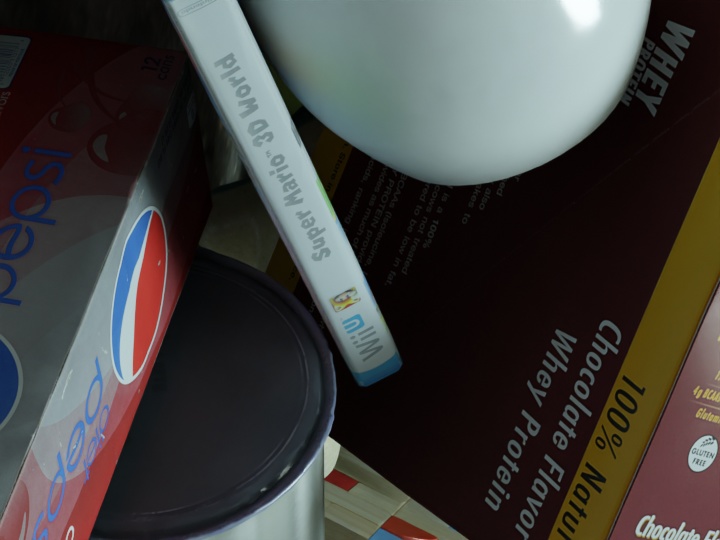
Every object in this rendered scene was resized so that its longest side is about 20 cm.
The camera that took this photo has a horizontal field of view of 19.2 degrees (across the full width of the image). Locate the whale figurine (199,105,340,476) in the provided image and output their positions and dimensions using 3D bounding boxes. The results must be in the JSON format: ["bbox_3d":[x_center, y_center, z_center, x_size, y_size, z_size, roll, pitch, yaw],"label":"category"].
[{"bbox_3d":[0.000,0.000,0.908,0.200,0.158,0.104,-55,-162,33],"label":"whale figurine"}]

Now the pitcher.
[{"bbox_3d":[0.031,-0.129,0.585,0.122,0.171,0.201,-78,149,-47],"label":"pitcher"}]

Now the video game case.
[{"bbox_3d":[-0.043,-0.069,0.606,0.144,0.018,0.200,63,-1,33],"label":"video game case"}]

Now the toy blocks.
[{"bbox_3d":[0.005,0.134,1.044,0.100,0.136,0.200,-66,170,11],"label":"toy blocks"}]

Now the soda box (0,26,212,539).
[{"bbox_3d":[-0.098,0.029,0.572,0.070,0.063,0.201,86,16,-50],"label":"soda box"}]

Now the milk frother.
[{"bbox_3d":[-0.020,0.116,0.673,0.189,0.199,0.181,90,-8,-47],"label":"milk frother"}]

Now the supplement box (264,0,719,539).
[{"bbox_3d":[0.091,-0.006,0.728,0.132,0.200,0.198,16,100,-40],"label":"supplement box"}]

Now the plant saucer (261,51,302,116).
[{"bbox_3d":[-0.015,-0.162,0.999,0.200,0.031,0.201,10,90,-80],"label":"plant saucer"}]
